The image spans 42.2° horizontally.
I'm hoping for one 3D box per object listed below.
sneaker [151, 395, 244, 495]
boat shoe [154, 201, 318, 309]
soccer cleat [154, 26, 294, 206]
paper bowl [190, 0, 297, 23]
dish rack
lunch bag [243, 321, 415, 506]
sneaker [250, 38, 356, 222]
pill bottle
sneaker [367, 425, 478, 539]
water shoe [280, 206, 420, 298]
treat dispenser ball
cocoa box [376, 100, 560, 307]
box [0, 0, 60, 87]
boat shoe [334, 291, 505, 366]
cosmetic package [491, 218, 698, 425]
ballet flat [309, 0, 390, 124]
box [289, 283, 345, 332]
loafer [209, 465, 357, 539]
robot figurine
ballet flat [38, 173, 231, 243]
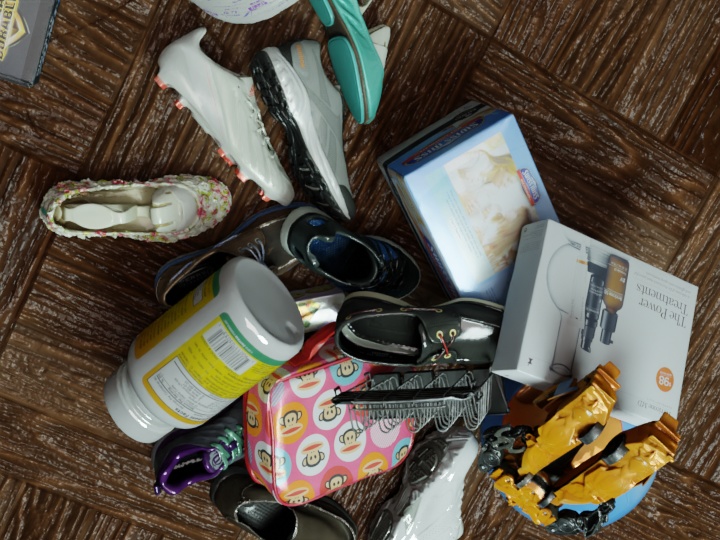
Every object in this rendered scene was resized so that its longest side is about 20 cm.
[{"bbox_3d":[-0.137,0.191,1.031,0.198,0.088,0.075,-28,108,-2],"label":"sneaker"},{"bbox_3d":[-0.123,-0.005,0.989,0.198,0.072,0.073,-28,110,-2],"label":"boat shoe"},{"bbox_3d":[-0.125,-0.154,0.955,0.077,0.069,0.201,-41,105,-1],"label":"soccer cleat"},{"bbox_3d":[-0.093,-0.328,0.862,0.202,0.200,0.104,-53,147,6],"label":"paper bowl"},{"bbox_3d":[0.059,0.126,0.896,0.150,0.200,0.056,-6,89,15],"label":"dish rack"},{"bbox_3d":[-0.031,0.143,1.012,0.197,0.081,0.180,-12,110,-33],"label":"lunch bag"},{"bbox_3d":[-0.040,-0.143,0.971,0.079,0.074,0.203,-30,114,-23],"label":"sneaker"},{"bbox_3d":[-0.160,0.086,0.932,0.199,0.113,0.113,-37,109,20],"label":"pill bottle"},{"bbox_3d":[0.091,0.274,1.113,0.098,0.078,0.202,25,108,-23],"label":"sneaker"},{"bbox_3d":[0.000,0.000,0.984,0.198,0.079,0.072,22,104,-40],"label":"water shoe"},{"bbox_3d":[0.233,0.186,1.042,0.197,0.201,0.205,-3,105,-10],"label":"treat dispenser ball"},{"bbox_3d":[0.127,-0.056,0.993,0.132,0.131,0.202,-29,108,-2],"label":"cocoa box"},{"bbox_3d":[-0.378,-0.300,0.876,0.195,0.050,0.203,17,100,-16],"label":"box"},{"bbox_3d":[0.071,0.068,0.938,0.197,0.063,0.075,6,119,7],"label":"boat shoe"},{"bbox_3d":[0.236,0.057,0.926,0.197,0.051,0.154,21,77,-21],"label":"cosmetic package"},{"bbox_3d":[-0.007,-0.253,0.952,0.070,0.067,0.203,-29,110,-15],"label":"ballet flat"},{"bbox_3d":[-0.112,0.054,1.025,0.196,0.041,0.039,-10,107,-7],"label":"box"},{"bbox_3d":[-0.083,0.294,1.069,0.198,0.071,0.074,27,98,-26],"label":"loafer"},{"bbox_3d":[0.200,0.175,0.883,0.145,0.058,0.200,42,137,2],"label":"robot figurine"},{"bbox_3d":[-0.230,-0.059,0.960,0.196,0.064,0.077,-6,105,-10],"label":"ballet flat"}]
